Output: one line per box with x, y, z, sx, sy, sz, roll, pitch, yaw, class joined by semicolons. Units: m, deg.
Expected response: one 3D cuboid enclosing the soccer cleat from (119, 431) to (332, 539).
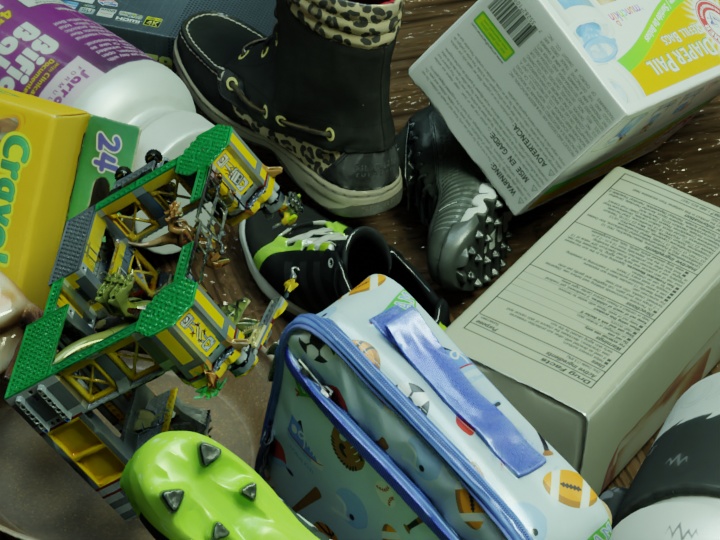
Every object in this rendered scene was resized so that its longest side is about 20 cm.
-0.037;0.154;1.206;0.200;0.081;0.068;47;71;-8;soccer cleat

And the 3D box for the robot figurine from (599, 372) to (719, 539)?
0.193;0.131;1.245;0.125;0.150;0.200;37;43;0;robot figurine

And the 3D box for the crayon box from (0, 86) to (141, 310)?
-0.236;-0.047;1.436;0.199;0.127;0.052;16;10;17;crayon box

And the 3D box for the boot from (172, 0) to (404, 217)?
-0.041;-0.140;1.486;0.073;0.151;0.200;-21;47;-28;boot

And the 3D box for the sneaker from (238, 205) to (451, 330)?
0.000;0.000;1.427;0.071;0.083;0.200;-22;44;-27;sneaker

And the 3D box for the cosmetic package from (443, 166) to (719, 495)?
0.130;0.039;1.381;0.103;0.088;0.200;26;44;25;cosmetic package

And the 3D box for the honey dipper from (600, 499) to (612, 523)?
0.061;0.107;1.278;0.038;0.038;0.200;-23;23;-28;honey dipper

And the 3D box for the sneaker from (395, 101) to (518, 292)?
0.054;-0.052;1.512;0.090;0.067;0.200;8;35;13;sneaker

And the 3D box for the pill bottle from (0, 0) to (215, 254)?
-0.170;-0.091;1.510;0.200;0.113;0.112;32;48;33;pill bottle

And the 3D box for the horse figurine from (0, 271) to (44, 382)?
-0.239;0.027;1.358;0.199;0.050;0.133;15;46;23;horse figurine

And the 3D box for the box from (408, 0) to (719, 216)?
0.140;-0.125;1.501;0.113;0.101;0.200;53;35;8;box

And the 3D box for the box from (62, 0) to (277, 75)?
-0.118;-0.182;1.673;0.199;0.051;0.158;12;39;11;box

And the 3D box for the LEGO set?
-0.089;0.034;1.285;0.153;0.116;0.200;-32;29;18;LEGO set

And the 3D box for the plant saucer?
-0.132;0.092;1.346;0.199;0.037;0.201;1;40;-1;plant saucer

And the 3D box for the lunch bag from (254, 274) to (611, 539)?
0.028;0.104;1.222;0.075;0.161;0.200;-29;62;-31;lunch bag
